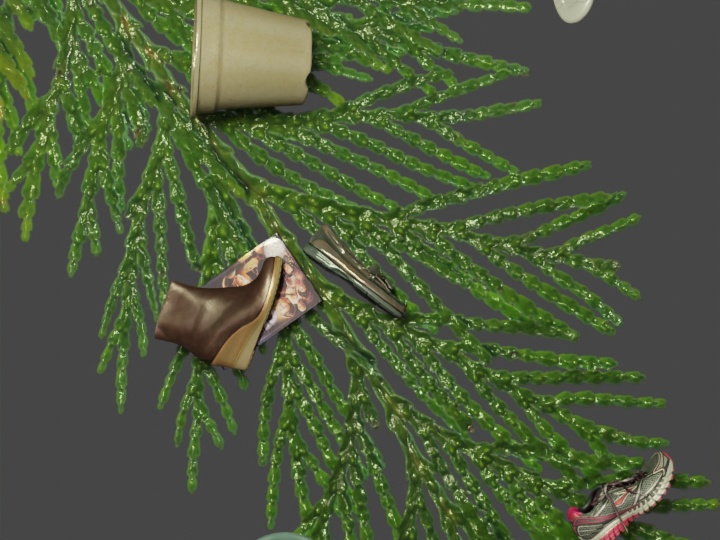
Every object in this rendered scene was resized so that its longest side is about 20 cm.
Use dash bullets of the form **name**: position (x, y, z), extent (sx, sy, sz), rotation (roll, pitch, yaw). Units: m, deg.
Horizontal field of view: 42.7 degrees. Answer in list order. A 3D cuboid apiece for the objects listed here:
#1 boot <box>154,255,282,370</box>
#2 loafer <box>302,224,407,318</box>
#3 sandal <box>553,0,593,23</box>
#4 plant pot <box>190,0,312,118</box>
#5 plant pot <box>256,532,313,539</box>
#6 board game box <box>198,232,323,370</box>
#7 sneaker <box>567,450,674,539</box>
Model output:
- **boot**: position (-0.224, 0.047, 1.464), extent (0.164, 0.072, 0.203), rotation (22, 93, -3)
- **loafer**: position (0.000, 0.000, 1.509), extent (0.199, 0.072, 0.063), rotation (35, 83, 1)
- **sandal**: position (0.360, -0.512, 1.527), extent (0.049, 0.082, 0.206), rotation (-2, 87, -44)
- **plant pot**: position (-0.174, -0.335, 1.461), extent (0.180, 0.200, 0.204), rotation (3, 89, -13)
- **plant pot**: position (-0.124, 0.536, 1.466), extent (0.197, 0.134, 0.204), rotation (0, 90, -2)
- **board game box**: position (-0.179, 0.050, 1.520), extent (0.199, 0.035, 0.136), rotation (-35, 90, -1)
- **sneaker**: position (0.429, 0.367, 1.506), extent (0.200, 0.081, 0.075), rotation (-43, 88, -1)
